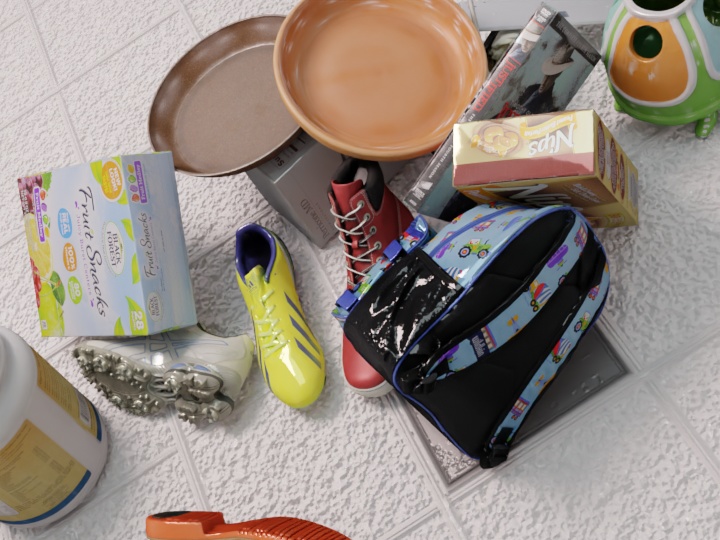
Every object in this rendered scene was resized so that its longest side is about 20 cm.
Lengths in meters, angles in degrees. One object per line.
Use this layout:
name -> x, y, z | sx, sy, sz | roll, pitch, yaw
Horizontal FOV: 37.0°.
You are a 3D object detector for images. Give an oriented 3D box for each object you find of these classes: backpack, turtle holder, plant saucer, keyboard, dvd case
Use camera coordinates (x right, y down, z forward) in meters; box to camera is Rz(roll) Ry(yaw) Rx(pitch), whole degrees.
backpack -> 0.100, 0.028, 0.876 | 0.200, 0.183, 0.134 | -48, 44, -3
turtle holder -> 0.302, -0.229, 0.985 | 0.185, 0.132, 0.141 | -38, 50, -2
plant saucer -> 0.018, -0.185, 0.996 | 0.197, 0.038, 0.203 | 1, 66, -3
plant saucer -> -0.117, -0.168, 1.061 | 0.197, 0.032, 0.203 | -13, 53, 18
keyboard -> 0.195, -0.259, 1.080 | 0.197, 0.011, 0.057 | -5, 44, -6
dvd case -> 0.129, -0.128, 0.948 | 0.022, 0.145, 0.201 | 40, 103, 24

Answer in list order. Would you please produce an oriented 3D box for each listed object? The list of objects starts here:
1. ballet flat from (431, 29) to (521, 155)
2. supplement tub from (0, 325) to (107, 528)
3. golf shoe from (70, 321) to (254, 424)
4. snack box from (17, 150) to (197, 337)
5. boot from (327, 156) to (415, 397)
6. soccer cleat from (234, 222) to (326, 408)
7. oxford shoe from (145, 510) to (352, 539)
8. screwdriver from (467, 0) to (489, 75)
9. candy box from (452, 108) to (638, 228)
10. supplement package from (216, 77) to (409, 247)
ballet flat -> 0.139, -0.192, 1.077 | 0.068, 0.068, 0.201 | 36, 80, -7
supplement tub -> -0.341, 0.139, 1.002 | 0.142, 0.201, 0.146 | -10, 54, 14
golf shoe -> -0.192, 0.091, 1.065 | 0.197, 0.079, 0.098 | 9, 43, 27
snack box -> -0.256, -0.022, 1.071 | 0.198, 0.067, 0.172 | -5, 95, 43
boot -> 0.000, 0.000, 0.971 | 0.071, 0.145, 0.203 | -5, 57, 22
soccer cleat -> -0.085, 0.040, 1.024 | 0.064, 0.084, 0.202 | -25, 52, 8
oxford shoe -> -0.091, 0.249, 0.913 | 0.197, 0.071, 0.074 | 0, 87, 22
screwdriver -> 0.123, -0.175, 1.024 | 0.027, 0.203, 0.029 | -12, 10, 11
candy box -> 0.162, -0.078, 0.907 | 0.114, 0.200, 0.056 | -4, 79, 23
supplement package -> -0.024, -0.148, 1.099 | 0.200, 0.117, 0.117 | -45, 51, -7
